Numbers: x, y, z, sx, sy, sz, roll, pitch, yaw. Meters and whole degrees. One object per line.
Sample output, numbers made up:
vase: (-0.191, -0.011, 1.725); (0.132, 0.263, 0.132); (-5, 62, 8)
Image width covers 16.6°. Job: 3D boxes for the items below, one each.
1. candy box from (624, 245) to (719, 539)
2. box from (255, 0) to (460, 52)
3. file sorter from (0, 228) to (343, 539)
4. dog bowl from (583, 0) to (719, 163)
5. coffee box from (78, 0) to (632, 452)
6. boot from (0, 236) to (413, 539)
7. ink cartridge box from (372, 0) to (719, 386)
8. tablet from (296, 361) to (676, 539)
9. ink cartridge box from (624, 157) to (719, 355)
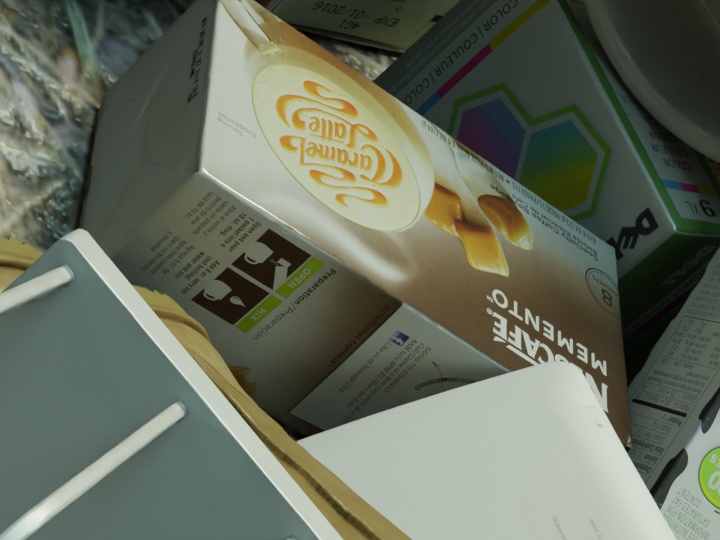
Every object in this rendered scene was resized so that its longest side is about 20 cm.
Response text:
candy box: (0.177, 0.088, 0.926); (0.167, 0.200, 0.071); (36, -9, -19)
box: (-0.007, -0.216, 1.081); (0.109, 0.128, 0.201); (6, 51, -47)
file sorter: (-0.074, 0.119, 0.613); (0.200, 0.139, 0.125); (50, 18, 1)
dog bowl: (0.166, -0.126, 0.948); (0.059, 0.200, 0.201); (-26, 77, -41)
coffee box: (0.000, 0.000, 0.907); (0.200, 0.080, 0.115); (33, 36, -24)
boot: (-0.048, 0.071, 0.721); (0.175, 0.066, 0.200); (3, 31, -50)
ink cartridge box: (0.090, -0.023, 1.019); (0.059, 0.104, 0.201); (4, 54, -48)
tablet: (0.045, 0.113, 0.784); (0.129, 0.014, 0.200); (-17, 44, -9)
ink cartridge box: (0.160, -0.030, 1.140); (0.199, 0.075, 0.165); (10, 48, -45)
